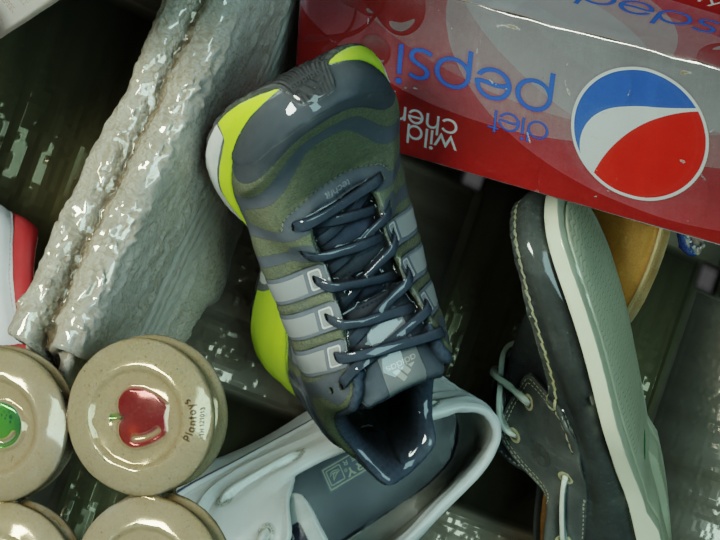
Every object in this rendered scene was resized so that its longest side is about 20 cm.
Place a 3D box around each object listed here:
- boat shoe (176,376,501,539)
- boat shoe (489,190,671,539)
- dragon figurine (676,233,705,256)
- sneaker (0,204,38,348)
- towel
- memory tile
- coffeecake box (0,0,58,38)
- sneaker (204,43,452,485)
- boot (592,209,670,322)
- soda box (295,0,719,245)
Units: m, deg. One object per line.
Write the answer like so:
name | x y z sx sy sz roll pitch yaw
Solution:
boat shoe | -0.033 0.101 0.868 0.200 0.065 0.074 -38 109 -19
boat shoe | 0.080 0.055 0.890 0.067 0.072 0.201 -5 128 14
dragon figurine | 0.127 -0.104 0.860 0.059 0.099 0.201 -14 80 -44
sneaker | -0.183 0.051 0.787 0.112 0.071 0.201 29 79 -22
towel | -0.061 -0.041 0.807 0.034 0.133 0.201 21 79 10
memory tile | -0.112 0.124 0.725 0.152 0.017 0.202 -3 92 14
coffeecake box | -0.078 -0.156 0.747 0.153 0.200 0.073 -43 103 -17
sneaker | 0.000 0.000 0.791 0.074 0.081 0.200 -29 146 -11
boot | 0.056 -0.081 0.903 0.143 0.071 0.203 6 88 -20
soda box | 0.077 -0.068 0.805 0.063 0.199 0.070 -46 148 -52
